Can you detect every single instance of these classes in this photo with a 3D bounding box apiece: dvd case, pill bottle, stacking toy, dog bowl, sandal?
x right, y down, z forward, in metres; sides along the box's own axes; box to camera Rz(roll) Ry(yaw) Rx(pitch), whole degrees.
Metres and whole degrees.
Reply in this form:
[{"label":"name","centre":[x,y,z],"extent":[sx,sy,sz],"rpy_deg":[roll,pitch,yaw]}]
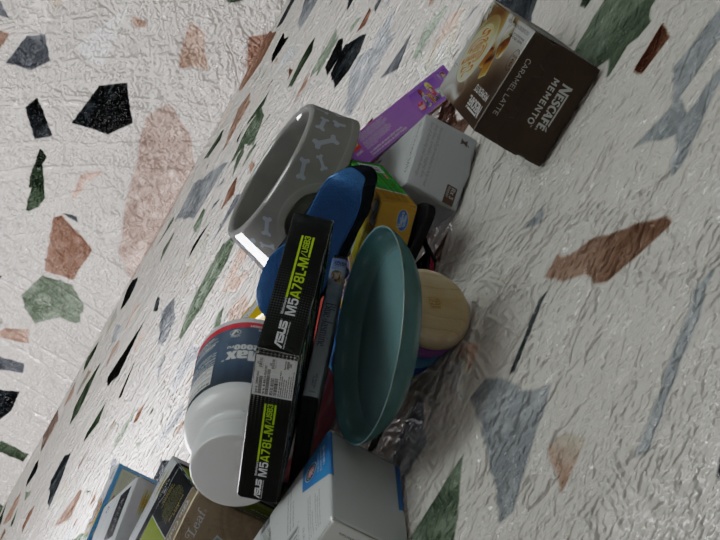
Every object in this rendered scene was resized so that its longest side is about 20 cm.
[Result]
[{"label":"dvd case","centre":[-0.041,0.102,1.503],"extent":[0.201,0.017,0.143],"rpy_deg":[-79,-1,-48]},{"label":"pill bottle","centre":[-0.122,0.149,1.609],"extent":[0.120,0.119,0.200],"rpy_deg":[-54,16,25]},{"label":"stacking toy","centre":[0.031,0.085,1.518],"extent":[0.200,0.085,0.086],"rpy_deg":[125,165,-49]},{"label":"dog bowl","centre":[-0.080,-0.099,1.735],"extent":[0.200,0.058,0.200],"rpy_deg":[-53,15,21]},{"label":"sandal","centre":[0.050,0.019,1.625],"extent":[0.075,0.045,0.201],"rpy_deg":[-94,20,-65]}]

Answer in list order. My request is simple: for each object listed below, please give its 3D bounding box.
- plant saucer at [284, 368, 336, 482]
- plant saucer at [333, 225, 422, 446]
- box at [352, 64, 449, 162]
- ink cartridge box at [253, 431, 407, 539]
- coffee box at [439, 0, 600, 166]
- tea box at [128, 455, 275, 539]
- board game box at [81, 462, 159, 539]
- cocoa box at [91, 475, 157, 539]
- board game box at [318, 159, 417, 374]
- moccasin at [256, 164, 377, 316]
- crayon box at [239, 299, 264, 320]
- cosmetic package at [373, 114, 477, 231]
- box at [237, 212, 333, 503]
[{"label":"plant saucer","centre":[-0.075,0.163,1.758],"extent":[0.201,0.051,0.201],"rpy_deg":[-54,17,24]},{"label":"plant saucer","centre":[0.017,0.060,1.402],"extent":[0.200,0.027,0.202],"rpy_deg":[-172,90,-74]},{"label":"box","centre":[0.022,-0.159,1.867],"extent":[0.200,0.039,0.137],"rpy_deg":[-41,1,-34]},{"label":"ink cartridge box","centre":[-0.045,0.273,1.403],"extent":[0.201,0.083,0.145],"rpy_deg":[-56,16,20]},{"label":"coffee box","centre":[0.156,-0.192,1.556],"extent":[0.115,0.079,0.200],"rpy_deg":[-59,15,13]},{"label":"tea box","centre":[-0.178,0.330,1.648],"extent":[0.201,0.133,0.197],"rpy_deg":[-63,14,-2]},{"label":"board game box","centre":[-0.290,0.365,1.954],"extent":[0.034,0.134,0.201],"rpy_deg":[-33,32,61]},{"label":"cocoa box","centre":[-0.264,0.377,1.849],"extent":[0.133,0.131,0.201],"rpy_deg":[-42,25,52]},{"label":"board game box","centre":[0.000,0.000,1.638],"extent":[0.153,0.040,0.201],"rpy_deg":[-125,46,-67]},{"label":"moccasin","centre":[-0.034,-0.023,1.580],"extent":[0.200,0.080,0.068],"rpy_deg":[-51,-10,32]},{"label":"crayon box","centre":[-0.072,0.021,1.878],"extent":[0.200,0.058,0.172],"rpy_deg":[-51,7,-30]},{"label":"cosmetic package","centre":[0.046,-0.084,1.748],"extent":[0.200,0.074,0.102],"rpy_deg":[-42,26,56]},{"label":"box","centre":[-0.071,0.082,1.451],"extent":[0.194,0.047,0.201],"rpy_deg":[-81,1,-48]}]
